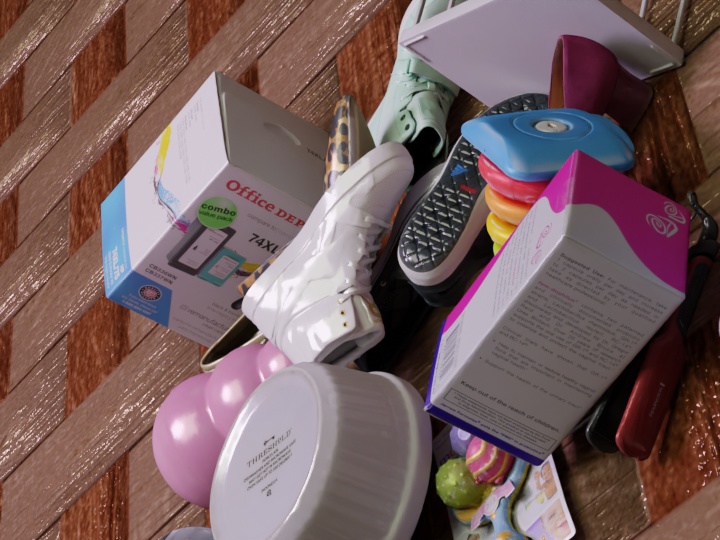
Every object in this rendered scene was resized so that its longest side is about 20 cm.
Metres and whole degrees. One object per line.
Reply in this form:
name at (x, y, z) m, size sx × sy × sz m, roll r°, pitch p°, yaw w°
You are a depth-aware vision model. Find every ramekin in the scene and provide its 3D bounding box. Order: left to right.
ramekin at (-0.039, 0.166, 1.585) m, size 0.202 × 0.094 × 0.203 m, roll -39°, pitch 39°, yaw 41°

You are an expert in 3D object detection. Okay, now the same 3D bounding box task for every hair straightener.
hair straightener at (0.204, 0.037, 1.446) m, size 0.077 × 0.041 × 0.201 m, roll 2°, pitch 71°, yaw 58°

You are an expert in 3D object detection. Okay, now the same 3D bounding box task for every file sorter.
file sorter at (0.157, -0.227, 1.639) m, size 0.199 × 0.138 × 0.125 m, roll -16°, pitch 50°, yaw 52°

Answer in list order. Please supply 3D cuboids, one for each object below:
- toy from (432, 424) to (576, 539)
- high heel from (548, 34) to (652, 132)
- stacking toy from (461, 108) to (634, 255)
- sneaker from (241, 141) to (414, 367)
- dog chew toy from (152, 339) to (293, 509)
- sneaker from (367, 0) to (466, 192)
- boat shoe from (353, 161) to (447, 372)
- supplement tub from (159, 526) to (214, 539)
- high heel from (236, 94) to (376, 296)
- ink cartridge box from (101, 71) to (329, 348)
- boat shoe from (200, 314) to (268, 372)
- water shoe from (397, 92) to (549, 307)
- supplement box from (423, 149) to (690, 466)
toy at (0.092, 0.156, 1.521) m, size 0.115 × 0.047 × 0.201 m, roll -47°, pitch 34°, yaw 25°
high heel at (0.144, -0.086, 1.585) m, size 0.201 × 0.096 × 0.067 m, roll -61°, pitch 30°, yaw 2°
stacking toy at (0.138, -0.016, 1.523) m, size 0.116 × 0.109 × 0.201 m, roll -132°, pitch 40°, yaw -59°
sneaker at (0.000, 0.000, 1.667) m, size 0.200 × 0.074 × 0.116 m, roll -51°, pitch 58°, yaw 15°
dog chew toy at (-0.091, 0.123, 1.763) m, size 0.200 × 0.124 × 0.125 m, roll -40°, pitch 36°, yaw 28°
sneaker at (0.069, -0.162, 1.782) m, size 0.202 × 0.073 × 0.118 m, roll -68°, pitch 22°, yaw 11°
boat shoe at (0.047, 0.003, 1.698) m, size 0.200 × 0.070 × 0.066 m, roll -54°, pitch 38°, yaw 16°
supplement tub at (-0.158, 0.305, 1.641) m, size 0.123 × 0.123 × 0.200 m, roll -45°, pitch 3°, yaw 28°
high heel at (-0.053, -0.055, 1.775) m, size 0.142 × 0.071 × 0.201 m, roll 2°, pitch 102°, yaw 25°
ink cartridge box at (-0.135, -0.055, 1.945) m, size 0.200 × 0.146 × 0.147 m, roll -46°, pitch 33°, yaw 28°
boat shoe at (-0.069, 0.029, 1.859) m, size 0.201 × 0.063 × 0.073 m, roll -51°, pitch 32°, yaw 21°
water shoe at (0.102, -0.060, 1.649) m, size 0.071 × 0.079 × 0.200 m, roll 31°, pitch 72°, yaw 33°
supplement box at (0.140, 0.029, 1.437) m, size 0.200 × 0.103 × 0.102 m, roll -56°, pitch 12°, yaw 40°
